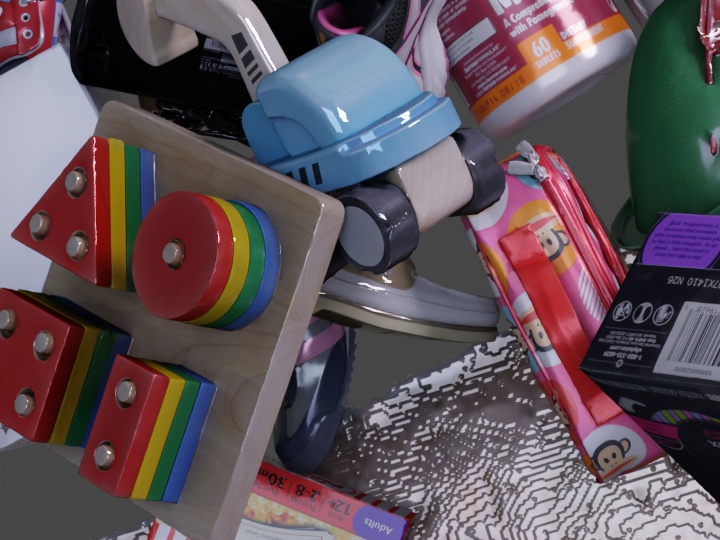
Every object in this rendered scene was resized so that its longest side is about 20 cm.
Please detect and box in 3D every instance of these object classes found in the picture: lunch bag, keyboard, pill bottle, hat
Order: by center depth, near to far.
[{"bbox_3d":[0.172,-0.140,1.405,0.200,0.165,0.176,-46,105,-24],"label":"hat"},{"bbox_3d":[0.123,0.025,1.435,0.082,0.176,0.201,-27,87,7],"label":"lunch bag"},{"bbox_3d":[0.073,-0.189,1.476,0.109,0.110,0.201,-32,86,6],"label":"pill bottle"},{"bbox_3d":[-0.089,-0.127,1.494,0.199,0.040,0.105,10,103,-27],"label":"keyboard"}]

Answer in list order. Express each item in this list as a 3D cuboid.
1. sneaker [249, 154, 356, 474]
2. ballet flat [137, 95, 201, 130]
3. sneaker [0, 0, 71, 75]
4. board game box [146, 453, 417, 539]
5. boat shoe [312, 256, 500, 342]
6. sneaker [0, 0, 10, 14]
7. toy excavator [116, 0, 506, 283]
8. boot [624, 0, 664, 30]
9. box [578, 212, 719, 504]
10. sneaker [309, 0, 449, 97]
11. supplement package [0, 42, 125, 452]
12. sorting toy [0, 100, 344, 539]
[{"bbox_3d":[-0.047,0.022,1.500,0.082,0.070,0.201,9,84,-25],"label":"sneaker"},{"bbox_3d":[-0.095,-0.178,1.517,0.068,0.072,0.201,25,93,8],"label":"ballet flat"},{"bbox_3d":[-0.195,-0.202,1.531,0.200,0.071,0.113,-45,81,13],"label":"sneaker"},{"bbox_3d":[-0.070,0.218,1.525,0.151,0.046,0.201,20,93,7],"label":"board game box"},{"bbox_3d":[0.000,0.000,1.443,0.199,0.075,0.069,12,85,-30],"label":"boat shoe"},{"bbox_3d":[-0.225,-0.212,1.459,0.075,0.087,0.201,36,101,17],"label":"sneaker"},{"bbox_3d":[-0.037,-0.098,1.375,0.100,0.194,0.201,-30,100,-37],"label":"toy excavator"},{"bbox_3d":[0.169,-0.269,1.478,0.200,0.073,0.182,47,65,-6],"label":"boot"},{"bbox_3d":[0.234,0.068,1.336,0.200,0.122,0.106,42,68,-35],"label":"box"},{"bbox_3d":[0.002,-0.140,1.425,0.080,0.086,0.201,36,134,29],"label":"sneaker"},{"bbox_3d":[-0.192,-0.013,1.510,0.155,0.111,0.201,-28,87,7],"label":"supplement package"},{"bbox_3d":[-0.126,0.022,1.352,0.200,0.069,0.200,26,100,43],"label":"sorting toy"}]
